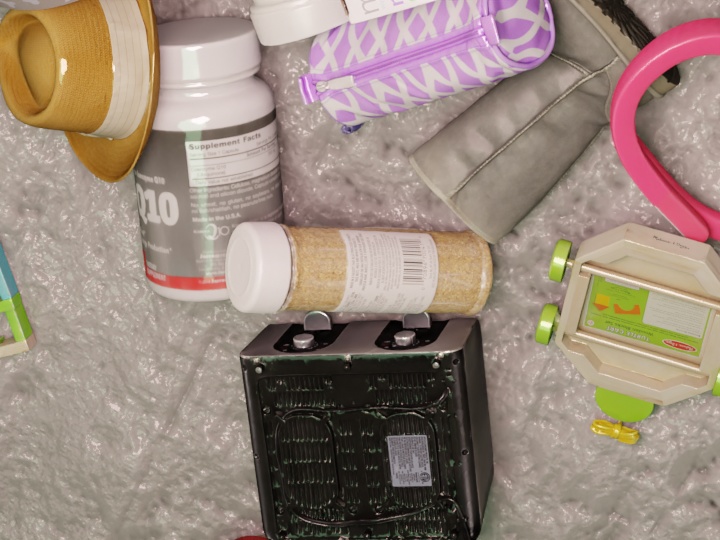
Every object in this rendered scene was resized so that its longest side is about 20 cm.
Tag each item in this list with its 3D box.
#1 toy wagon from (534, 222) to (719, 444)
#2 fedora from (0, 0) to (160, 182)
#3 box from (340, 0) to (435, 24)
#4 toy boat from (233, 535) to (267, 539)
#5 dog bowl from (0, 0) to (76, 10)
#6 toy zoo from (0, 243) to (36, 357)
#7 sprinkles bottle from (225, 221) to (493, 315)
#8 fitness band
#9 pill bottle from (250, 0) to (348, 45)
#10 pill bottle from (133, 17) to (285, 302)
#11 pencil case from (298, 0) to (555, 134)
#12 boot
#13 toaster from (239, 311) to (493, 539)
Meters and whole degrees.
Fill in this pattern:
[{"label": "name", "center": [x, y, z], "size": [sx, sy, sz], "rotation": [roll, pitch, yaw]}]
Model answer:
[{"label": "toy wagon", "center": [0.214, 0.051, 1.695], "size": [0.155, 0.040, 0.200], "rotation": [17, 134, 9]}, {"label": "fedora", "center": [-0.219, -0.158, 1.648], "size": [0.082, 0.201, 0.201], "rotation": [-3, 115, -29]}, {"label": "box", "center": [0.017, -0.297, 1.553], "size": [0.097, 0.176, 0.200], "rotation": [-14, 106, 17]}, {"label": "toy boat", "center": [-0.113, 0.311, 1.820], "size": [0.200, 0.131, 0.131], "rotation": [-43, 81, 22]}, {"label": "dog bowl", "center": [-0.231, -0.276, 1.617], "size": [0.200, 0.200, 0.059], "rotation": [-8, 147, 15]}, {"label": "toy zoo", "center": [-0.361, -0.014, 1.823], "size": [0.131, 0.020, 0.200], "rotation": [-14, 106, 17]}, {"label": "sprinkles bottle", "center": [0.000, 0.000, 1.671], "size": [0.200, 0.068, 0.068], "rotation": [2, 115, -26]}, {"label": "fitness band", "center": [0.270, -0.097, 1.619], "size": [0.144, 0.037, 0.200], "rotation": [-36, 118, 19]}, {"label": "pill bottle", "center": [-0.066, -0.272, 1.614], "size": [0.112, 0.112, 0.200], "rotation": [-14, 106, 17]}, {"label": "pill bottle", "center": [-0.119, -0.087, 1.693], "size": [0.114, 0.114, 0.200], "rotation": [0, 109, 12]}, {"label": "pencil case", "center": [0.046, -0.163, 1.605], "size": [0.200, 0.085, 0.084], "rotation": [-16, 90, 42]}, {"label": "boot", "center": [0.115, -0.140, 1.655], "size": [0.200, 0.073, 0.182], "rotation": [-35, 97, 28]}, {"label": "toaster", "center": [0.012, 0.132, 1.743], "size": [0.181, 0.119, 0.200], "rotation": [-2, 109, 14]}]
